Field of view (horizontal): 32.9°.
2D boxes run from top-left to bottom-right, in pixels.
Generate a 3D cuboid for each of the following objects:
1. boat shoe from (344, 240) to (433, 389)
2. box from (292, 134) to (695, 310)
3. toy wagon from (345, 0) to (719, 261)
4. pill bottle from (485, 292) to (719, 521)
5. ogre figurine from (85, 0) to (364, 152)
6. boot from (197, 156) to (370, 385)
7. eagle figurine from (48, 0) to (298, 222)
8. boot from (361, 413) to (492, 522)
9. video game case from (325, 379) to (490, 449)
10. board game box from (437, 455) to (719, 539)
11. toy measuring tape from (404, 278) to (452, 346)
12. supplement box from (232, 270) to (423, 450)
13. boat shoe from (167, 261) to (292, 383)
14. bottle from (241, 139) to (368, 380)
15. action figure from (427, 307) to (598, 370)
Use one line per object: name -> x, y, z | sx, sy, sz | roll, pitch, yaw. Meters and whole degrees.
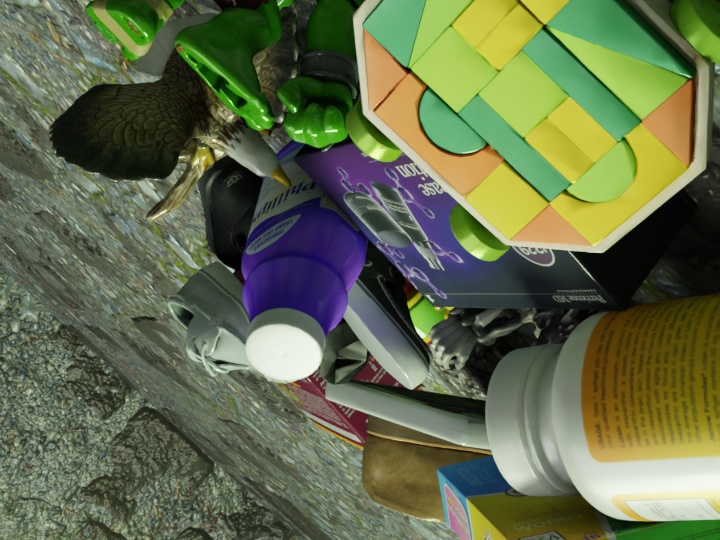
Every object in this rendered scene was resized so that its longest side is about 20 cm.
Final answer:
boat shoe -> 0.000, 0.000, 0.880 | 0.200, 0.057, 0.069 | 52, 172, 36
box -> 0.067, -0.050, 0.694 | 0.141, 0.079, 0.200 | 43, 162, -18
toy wagon -> 0.056, -0.097, 0.530 | 0.200, 0.040, 0.155 | 42, 126, -6
pill bottle -> 0.167, 0.069, 0.613 | 0.200, 0.111, 0.111 | -11, 130, 40
ogre figurine -> -0.064, -0.154, 0.638 | 0.200, 0.120, 0.098 | 28, 163, 37
boot -> -0.056, 0.013, 1.019 | 0.200, 0.066, 0.165 | 48, 169, 27
eagle figurine -> -0.099, -0.107, 0.775 | 0.151, 0.152, 0.200 | 12, 174, 8
boot -> 0.099, 0.171, 0.991 | 0.200, 0.076, 0.074 | 10, 176, 4
video game case -> 0.097, 0.121, 0.978 | 0.182, 0.023, 0.200 | 13, 177, -31
board game box -> 0.143, 0.143, 0.724 | 0.200, 0.153, 0.040 | -159, 58, -79
toy measuring tape -> 0.025, 0.024, 0.961 | 0.074, 0.074, 0.200 | 47, 161, -20
supplement box -> -0.042, 0.077, 1.195 | 0.110, 0.086, 0.200 | 16, 151, 52
boat shoe -> -0.109, 0.055, 1.004 | 0.070, 0.071, 0.201 | 61, 168, -28
bottle -> -0.036, -0.014, 0.793 | 0.083, 0.200, 0.065 | -31, 119, 29
action figure -> 0.114, 0.057, 0.814 | 0.119, 0.102, 0.200 | 47, 165, 4
